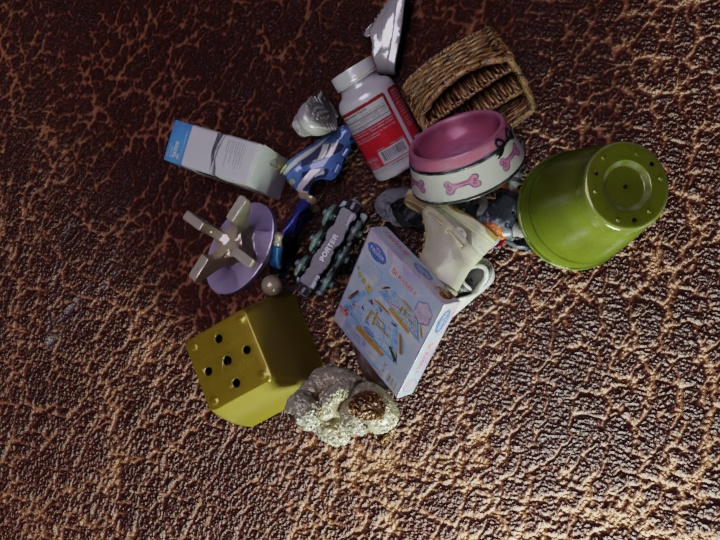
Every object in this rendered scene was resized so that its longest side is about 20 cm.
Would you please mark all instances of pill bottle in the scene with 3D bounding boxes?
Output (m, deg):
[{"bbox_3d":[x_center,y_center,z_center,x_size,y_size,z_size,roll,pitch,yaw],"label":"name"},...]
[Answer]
[{"bbox_3d":[0.031,-0.275,1.208,0.111,0.112,0.201,-27,103,13],"label":"pill bottle"}]

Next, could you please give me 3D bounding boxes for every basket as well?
[{"bbox_3d":[0.191,-0.306,1.180,0.199,0.143,0.150,-30,74,13],"label":"basket"}]

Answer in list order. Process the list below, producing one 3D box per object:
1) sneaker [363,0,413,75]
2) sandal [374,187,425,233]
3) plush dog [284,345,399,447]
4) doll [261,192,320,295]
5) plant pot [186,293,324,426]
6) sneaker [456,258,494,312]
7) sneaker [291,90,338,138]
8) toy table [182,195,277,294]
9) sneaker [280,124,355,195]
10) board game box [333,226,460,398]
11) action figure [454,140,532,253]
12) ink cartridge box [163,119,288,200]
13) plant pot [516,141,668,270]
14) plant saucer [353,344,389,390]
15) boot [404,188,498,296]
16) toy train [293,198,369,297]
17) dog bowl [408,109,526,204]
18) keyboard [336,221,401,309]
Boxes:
[{"bbox_3d":[0.049,-0.482,1.286,0.084,0.073,0.203,12,89,17],"label":"sneaker"},{"bbox_3d":[0.114,-0.102,1.231,0.199,0.048,0.076,25,92,19],"label":"sandal"},{"bbox_3d":[-0.010,0.231,1.164,0.170,0.200,0.162,17,71,27],"label":"plush dog"},{"bbox_3d":[-0.139,-0.047,1.269,0.048,0.137,0.202,21,78,9],"label":"doll"},{"bbox_3d":[-0.204,0.165,1.239,0.198,0.176,0.202,-29,75,13],"label":"plant pot"},{"bbox_3d":[0.148,0.049,1.173,0.200,0.080,0.077,-43,87,11],"label":"sneaker"},{"bbox_3d":[-0.092,-0.279,1.255,0.080,0.200,0.077,-31,102,14],"label":"sneaker"},{"bbox_3d":[-0.254,-0.050,1.314,0.182,0.117,0.202,22,90,19],"label":"toy table"},{"bbox_3d":[-0.056,-0.219,1.292,0.199,0.074,0.083,-35,93,4],"label":"sneaker"},{"bbox_3d":[0.052,0.067,1.105,0.200,0.041,0.201,48,129,34],"label":"board game box"},{"bbox_3d":[0.228,-0.126,1.166,0.198,0.105,0.195,21,77,12],"label":"action figure"},{"bbox_3d":[-0.259,-0.216,1.320,0.198,0.145,0.085,19,90,20],"label":"ink cartridge box"},{"bbox_3d":[0.369,-0.112,1.037,0.197,0.193,0.203,1,84,-5],"label":"plant pot"},{"bbox_3d":[0.052,0.109,1.190,0.199,0.032,0.203,-6,83,56],"label":"plant saucer"},{"bbox_3d":[0.117,-0.041,1.134,0.199,0.072,0.156,36,94,39],"label":"boot"},{"bbox_3d":[-0.052,-0.041,1.246,0.085,0.114,0.202,30,96,6],"label":"toy train"},{"bbox_3d":[0.167,-0.194,1.108,0.198,0.201,0.074,-15,121,16],"label":"dog bowl"},{"bbox_3d":[0.000,0.000,1.228,0.201,0.039,0.104,-58,28,18],"label":"keyboard"}]
